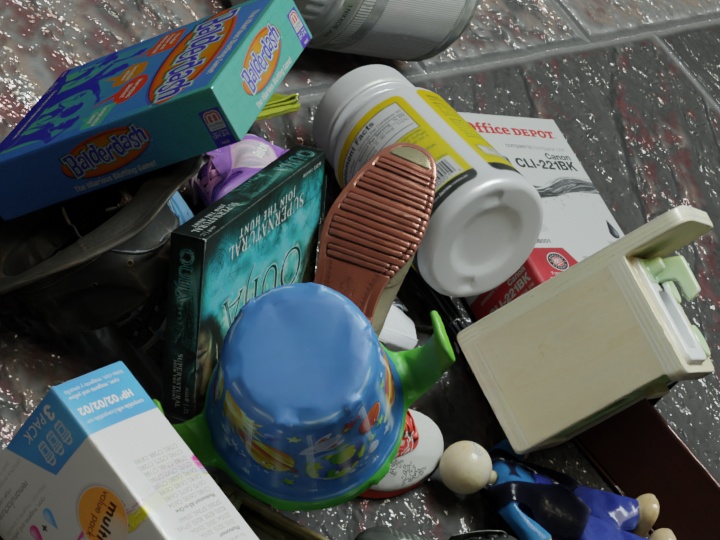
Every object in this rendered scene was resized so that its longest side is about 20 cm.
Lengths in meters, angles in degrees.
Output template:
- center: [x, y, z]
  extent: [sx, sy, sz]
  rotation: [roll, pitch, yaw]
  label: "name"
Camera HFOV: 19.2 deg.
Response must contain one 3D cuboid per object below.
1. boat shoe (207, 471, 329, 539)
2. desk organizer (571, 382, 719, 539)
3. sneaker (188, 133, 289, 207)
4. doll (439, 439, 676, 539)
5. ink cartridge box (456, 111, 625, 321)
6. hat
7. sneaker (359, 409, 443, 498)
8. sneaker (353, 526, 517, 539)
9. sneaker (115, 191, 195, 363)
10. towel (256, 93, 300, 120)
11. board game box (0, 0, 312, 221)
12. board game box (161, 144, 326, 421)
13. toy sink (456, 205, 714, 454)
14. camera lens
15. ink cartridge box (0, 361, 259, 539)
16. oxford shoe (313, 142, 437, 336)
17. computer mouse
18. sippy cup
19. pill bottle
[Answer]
- center: [-0.071, 0.176, 1.400]
  extent: [0.200, 0.063, 0.073]
  rotation: [35, 34, -9]
  label: "boat shoe"
- center: [0.241, 0.141, 1.726]
  extent: [0.200, 0.077, 0.072]
  rotation: [50, 35, 14]
  label: "desk organizer"
- center: [-0.095, -0.062, 1.619]
  extent: [0.088, 0.081, 0.200]
  rotation: [31, 15, 2]
  label: "sneaker"
- center: [0.142, 0.174, 1.620]
  extent: [0.199, 0.049, 0.137]
  rotation: [21, 28, -28]
  label: "doll"
- center: [0.140, -0.035, 1.821]
  extent: [0.144, 0.084, 0.201]
  rotation: [1, 50, -42]
  label: "ink cartridge box"
- center: [-0.180, -0.010, 1.441]
  extent: [0.081, 0.200, 0.201]
  rotation: [61, 27, -24]
  label: "hat"
- center: [0.009, 0.106, 1.516]
  extent: [0.201, 0.108, 0.067]
  rotation: [1, 50, -43]
  label: "sneaker"
- center: [0.072, 0.216, 1.496]
  extent: [0.199, 0.066, 0.091]
  rotation: [28, 33, -24]
  label: "sneaker"
- center: [-0.142, -0.020, 1.545]
  extent: [0.090, 0.078, 0.201]
  rotation: [10, 47, -46]
  label: "sneaker"
- center: [-0.139, -0.129, 1.683]
  extent: [0.086, 0.018, 0.200]
  rotation: [19, 21, 33]
  label: "towel"
- center: [-0.146, -0.114, 1.455]
  extent: [0.045, 0.199, 0.152]
  rotation: [61, 30, -22]
  label: "board game box"
- center: [-0.079, 0.005, 1.489]
  extent: [0.028, 0.136, 0.200]
  rotation: [14, 25, 19]
  label: "board game box"
- center: [0.196, 0.050, 1.629]
  extent: [0.112, 0.199, 0.130]
  rotation: [62, 15, 10]
  label: "toy sink"
- center: [-0.001, -0.272, 1.884]
  extent: [0.199, 0.160, 0.160]
  rotation: [3, 49, -42]
  label: "camera lens"
- center: [-0.135, 0.172, 1.298]
  extent: [0.200, 0.115, 0.068]
  rotation: [50, 36, 15]
  label: "ink cartridge box"
- center: [0.000, 0.000, 1.580]
  extent: [0.071, 0.201, 0.074]
  rotation: [25, -10, 9]
  label: "oxford shoe"
- center: [0.015, 0.032, 1.662]
  extent: [0.199, 0.044, 0.110]
  rotation: [4, 49, -42]
  label: "computer mouse"
- center: [-0.037, 0.073, 1.364]
  extent: [0.139, 0.130, 0.178]
  rotation: [35, 74, 13]
  label: "sippy cup"
- center: [0.049, -0.077, 1.726]
  extent: [0.114, 0.115, 0.200]
  rotation: [6, 30, -40]
  label: "pill bottle"
